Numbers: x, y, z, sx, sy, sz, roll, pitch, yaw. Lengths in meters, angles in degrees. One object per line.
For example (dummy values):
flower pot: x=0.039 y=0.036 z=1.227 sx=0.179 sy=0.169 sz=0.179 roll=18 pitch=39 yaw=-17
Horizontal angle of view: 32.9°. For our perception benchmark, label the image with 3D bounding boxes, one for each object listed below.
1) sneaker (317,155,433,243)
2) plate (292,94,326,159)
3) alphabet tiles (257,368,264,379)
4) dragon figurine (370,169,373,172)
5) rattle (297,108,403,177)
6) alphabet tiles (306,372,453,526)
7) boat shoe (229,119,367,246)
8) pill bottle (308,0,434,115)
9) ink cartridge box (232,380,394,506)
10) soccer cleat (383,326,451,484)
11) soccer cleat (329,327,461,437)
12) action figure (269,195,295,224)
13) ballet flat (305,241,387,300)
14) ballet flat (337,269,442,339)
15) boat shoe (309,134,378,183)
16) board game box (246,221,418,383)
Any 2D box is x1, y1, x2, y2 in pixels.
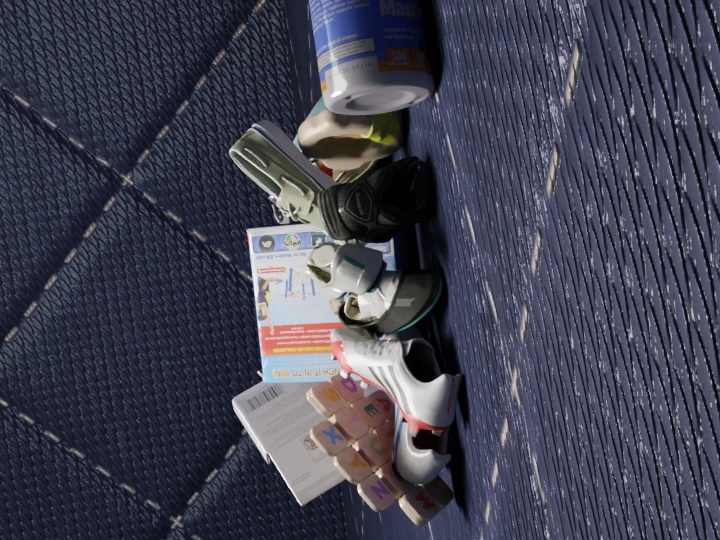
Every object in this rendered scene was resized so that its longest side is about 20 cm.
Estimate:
sneaker: x=0.041 y=-0.076 z=1.340 sx=0.199 sy=0.113 sz=0.077 roll=-6 pitch=-97 yaw=-68
plate: x=-0.047 y=-0.195 z=1.599 sx=0.201 sy=0.025 sz=0.200 roll=-56 pitch=-3 yaw=-4
alphabet tiles: x=-0.058 y=0.183 z=1.695 sx=0.166 sy=0.006 sz=0.200 roll=42 pitch=-161 yaw=9
dragon figurine: x=-0.005 y=-0.152 z=1.694 sx=0.200 sy=0.058 sz=0.100 roll=-126 pitch=31 yaw=-69
rattle: x=-0.028 y=-0.187 z=1.469 sx=0.200 sy=0.129 sz=0.144 roll=137 pitch=117 yaw=-72
alphabet tiles: x=0.024 y=0.201 z=1.399 sx=0.200 sy=0.015 sz=0.195 roll=47 pitch=-157 yaw=12
boat shoe: x=-0.071 y=-0.090 z=1.422 sx=0.200 sy=0.062 sz=0.072 roll=44 pitch=160 yaw=15
pill bottle: x=0.005 y=-0.262 z=1.190 sx=0.112 sy=0.111 sz=0.202 roll=126 pitch=137 yaw=-82
ink cartridge box: x=-0.038 y=0.189 z=1.569 sx=0.174 sy=0.199 sz=0.044 roll=54 pitch=163 yaw=24
soccer cleat: x=0.071 y=0.140 z=1.377 sx=0.086 sy=0.069 sz=0.201 roll=-46 pitch=41 yaw=49
soccer cleat: x=0.038 y=0.100 z=1.320 sx=0.200 sy=0.068 sz=0.086 roll=40 pitch=118 yaw=45
action figure: x=-0.075 y=-0.023 z=1.680 sx=0.069 sy=0.130 sz=0.201 roll=33 pitch=-141 yaw=-44
ballet flat: x=-0.026 y=-0.007 z=1.335 sx=0.200 sy=0.069 sz=0.070 roll=174 pitch=88 yaw=-76
ballet flat: x=0.023 y=0.038 z=1.361 sx=0.200 sy=0.068 sz=0.068 roll=-40 pitch=29 yaw=63
boat shoe: x=-0.030 y=-0.143 z=1.561 sx=0.072 sy=0.076 sz=0.200 roll=58 pitch=137 yaw=27
board game box: x=-0.032 y=0.036 z=1.508 sx=0.056 sy=0.199 sz=0.198 roll=-17 pitch=-78 yaw=-67
